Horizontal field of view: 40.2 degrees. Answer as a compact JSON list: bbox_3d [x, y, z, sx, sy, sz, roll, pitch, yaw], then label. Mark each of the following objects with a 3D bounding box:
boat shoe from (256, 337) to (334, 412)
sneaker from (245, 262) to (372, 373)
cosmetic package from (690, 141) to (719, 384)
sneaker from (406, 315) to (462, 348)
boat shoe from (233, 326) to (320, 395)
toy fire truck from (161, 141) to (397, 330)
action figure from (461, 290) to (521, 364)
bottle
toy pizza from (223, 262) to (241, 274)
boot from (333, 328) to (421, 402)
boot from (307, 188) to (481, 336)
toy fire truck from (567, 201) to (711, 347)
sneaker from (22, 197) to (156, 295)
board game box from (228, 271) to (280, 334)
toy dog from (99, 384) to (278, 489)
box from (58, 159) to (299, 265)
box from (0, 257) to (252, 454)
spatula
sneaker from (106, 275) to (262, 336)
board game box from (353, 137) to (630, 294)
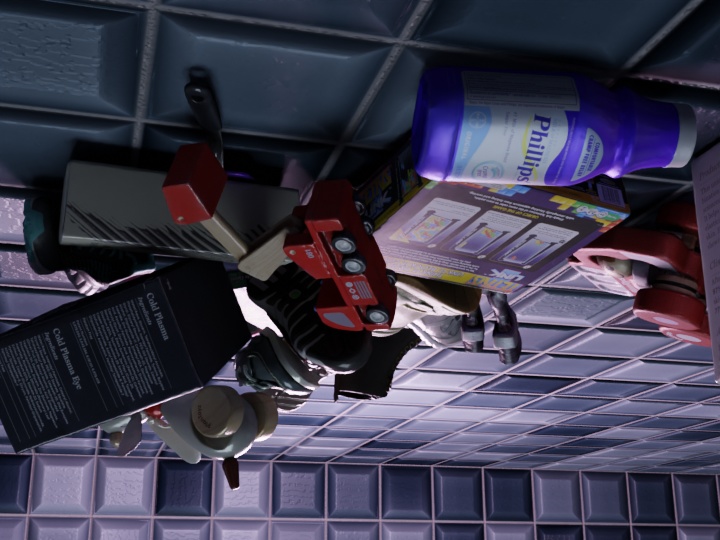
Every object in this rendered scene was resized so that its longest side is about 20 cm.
[{"bbox_3d":[-0.059,0.088,1.146,0.076,0.072,0.200,28,129,-29],"label":"boat shoe"},{"bbox_3d":[-0.028,0.065,0.956,0.200,0.076,0.116,39,165,53],"label":"sneaker"},{"bbox_3d":[0.381,-0.020,0.764,0.166,0.200,0.167,5,162,-13],"label":"cosmetic package"},{"bbox_3d":[0.099,0.044,1.169,0.082,0.075,0.200,-21,158,32],"label":"sneaker"},{"bbox_3d":[-0.090,0.100,0.971,0.062,0.073,0.200,-40,-171,-7],"label":"boat shoe"},{"bbox_3d":[-0.060,-0.021,0.810,0.141,0.049,0.200,-4,138,21],"label":"toy fire truck"},{"bbox_3d":[0.129,0.015,1.052,0.130,0.069,0.200,4,140,17],"label":"action figure"},{"bbox_3d":[0.139,-0.102,0.713,0.200,0.065,0.084,2,136,-7],"label":"bottle"},{"bbox_3d":[-0.099,-0.002,1.089,0.200,0.032,0.200,-3,162,-1],"label":"toy pizza"},{"bbox_3d":[0.051,0.104,1.251,0.200,0.139,0.077,4,162,-16],"label":"boot"},{"bbox_3d":[0.000,0.000,0.977,0.200,0.072,0.155,31,150,-25],"label":"boot"},{"bbox_3d":[0.286,-0.002,1.001,0.168,0.112,0.200,10,170,37],"label":"toy fire truck"},{"bbox_3d":[-0.259,-0.029,0.959,0.091,0.078,0.200,-8,170,5],"label":"sneaker"},{"bbox_3d":[-0.093,0.037,1.126,0.105,0.023,0.200,-7,162,19],"label":"board game box"},{"bbox_3d":[-0.173,0.167,0.976,0.132,0.096,0.200,12,163,-40],"label":"toy dog"},{"bbox_3d":[-0.160,-0.048,0.869,0.200,0.068,0.082,5,175,-17],"label":"box"},{"bbox_3d":[-0.220,0.067,0.918,0.182,0.104,0.200,-21,-174,9],"label":"box"},{"bbox_3d":[-0.119,-0.104,0.792,0.056,0.021,0.200,5,161,1],"label":"spatula"},{"bbox_3d":[-0.220,0.051,1.208,0.200,0.079,0.095,10,171,-24],"label":"sneaker"},{"bbox_3d":[0.104,-0.051,0.860,0.200,0.057,0.165,11,149,-31],"label":"board game box"}]
